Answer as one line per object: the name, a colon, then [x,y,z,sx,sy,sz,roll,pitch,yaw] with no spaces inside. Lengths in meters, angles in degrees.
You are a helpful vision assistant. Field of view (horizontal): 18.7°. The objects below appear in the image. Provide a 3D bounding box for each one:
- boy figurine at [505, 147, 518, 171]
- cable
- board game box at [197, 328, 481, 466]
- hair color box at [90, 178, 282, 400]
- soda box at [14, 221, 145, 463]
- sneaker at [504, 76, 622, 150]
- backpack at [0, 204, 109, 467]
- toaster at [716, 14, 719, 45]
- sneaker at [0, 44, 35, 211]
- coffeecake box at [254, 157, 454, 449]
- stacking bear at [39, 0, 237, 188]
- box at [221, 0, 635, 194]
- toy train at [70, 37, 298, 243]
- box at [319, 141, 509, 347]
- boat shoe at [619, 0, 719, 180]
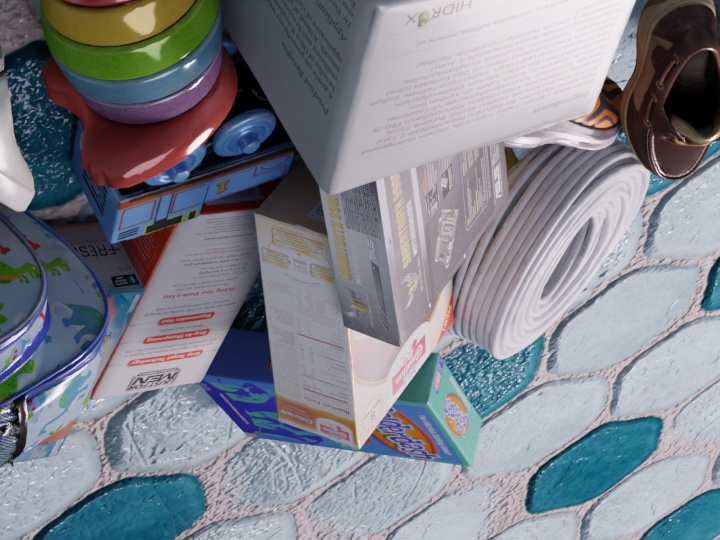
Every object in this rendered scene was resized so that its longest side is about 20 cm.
boy figurine: [0.070,-0.066,1.661,0.124,0.065,0.200,-17,152,-19]
cable: [0.143,-0.022,1.704,0.200,0.069,0.201,-23,144,-58]
board game box: [-0.018,0.100,1.731,0.199,0.045,0.152,5,158,20]
hair color box: [-0.133,0.003,1.575,0.101,0.061,0.200,-7,142,-37]
soda box: [-0.224,0.055,1.557,0.063,0.069,0.200,-8,145,-36]
sneaker: [0.155,-0.151,1.594,0.200,0.077,0.112,-15,133,-59]
backpack: [-0.263,0.039,1.381,0.200,0.183,0.147,-28,152,-36]
toaster: [0.346,-0.158,1.688,0.200,0.113,0.130,10,99,-54]
sneaker: [-0.229,-0.095,1.323,0.085,0.073,0.200,-61,167,-8]
coffeecake box: [0.000,0.000,1.564,0.154,0.073,0.201,-52,150,-39]
stacking bear: [-0.142,-0.165,1.263,0.113,0.122,0.200,-24,143,-8]
box: [0.032,-0.189,1.287,0.199,0.199,0.172,-17,149,-24]
toy train: [-0.095,-0.094,1.442,0.199,0.087,0.114,-20,159,-23]
box: [0.036,-0.073,1.439,0.159,0.048,0.200,-52,150,-32]
boat shoe: [0.235,-0.119,1.589,0.072,0.072,0.200,-14,146,-8]
